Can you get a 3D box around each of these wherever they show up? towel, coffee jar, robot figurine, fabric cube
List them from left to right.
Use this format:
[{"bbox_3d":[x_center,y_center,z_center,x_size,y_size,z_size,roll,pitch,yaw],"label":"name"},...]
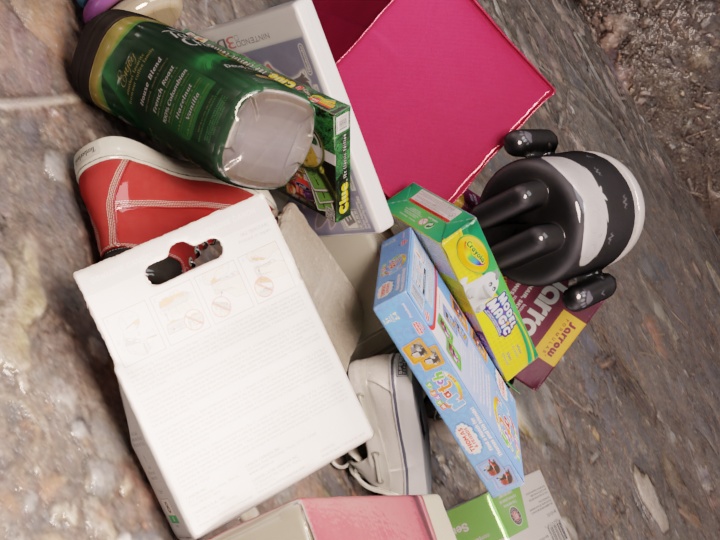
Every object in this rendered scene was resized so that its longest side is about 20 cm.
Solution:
[{"bbox_3d":[-0.137,-0.140,0.990,0.200,0.086,0.104,30,14,32],"label":"coffee jar"},{"bbox_3d":[-0.059,0.049,1.006,0.133,0.034,0.200,55,33,-25],"label":"towel"},{"bbox_3d":[0.035,-0.195,1.256,0.196,0.200,0.199,44,-1,-26],"label":"fabric cube"},{"bbox_3d":[0.191,-0.051,1.198,0.200,0.124,0.151,-13,119,-50],"label":"robot figurine"}]

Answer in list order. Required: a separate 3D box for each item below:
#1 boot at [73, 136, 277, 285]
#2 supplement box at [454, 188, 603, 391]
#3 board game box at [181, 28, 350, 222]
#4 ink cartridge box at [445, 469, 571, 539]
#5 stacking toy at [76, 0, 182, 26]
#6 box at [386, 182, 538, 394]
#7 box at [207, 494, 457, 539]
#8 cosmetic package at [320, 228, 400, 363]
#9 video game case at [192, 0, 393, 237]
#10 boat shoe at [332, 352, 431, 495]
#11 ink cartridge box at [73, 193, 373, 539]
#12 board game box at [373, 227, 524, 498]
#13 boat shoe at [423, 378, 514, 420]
[{"bbox_3d":[-0.135,-0.016,0.996,0.199,0.072,0.145,11,55,-49],"label":"boot"},{"bbox_3d":[0.138,0.013,1.317,0.199,0.131,0.103,32,14,-7],"label":"supplement box"},{"bbox_3d":[-0.085,-0.125,1.049,0.023,0.200,0.105,-30,136,-37],"label":"board game box"},{"bbox_3d":[0.158,0.309,1.194,0.145,0.084,0.201,0,64,-62],"label":"ink cartridge box"},{"bbox_3d":[-0.239,-0.291,1.075,0.201,0.085,0.085,58,25,4],"label":"stacking toy"},{"bbox_3d":[0.099,0.021,1.176,0.117,0.048,0.201,37,-23,54],"label":"box"},{"bbox_3d":[-0.020,0.232,0.883,0.200,0.128,0.109,15,50,-58],"label":"box"},{"bbox_3d":[0.000,0.000,1.180,0.104,0.073,0.201,42,20,-53],"label":"cosmetic package"},{"bbox_3d":[-0.069,-0.122,1.067,0.023,0.182,0.201,-33,109,-35],"label":"video game case"},{"bbox_3d":[0.016,0.158,1.096,0.075,0.086,0.203,-81,165,-50],"label":"boat shoe"},{"bbox_3d":[-0.100,0.067,0.890,0.160,0.050,0.201,-26,89,-28],"label":"ink cartridge box"},{"bbox_3d":[0.078,0.076,1.074,0.200,0.036,0.151,57,15,-16],"label":"board game box"},{"bbox_3d":[0.113,0.120,1.301,0.060,0.072,0.201,34,19,15],"label":"boat shoe"}]
